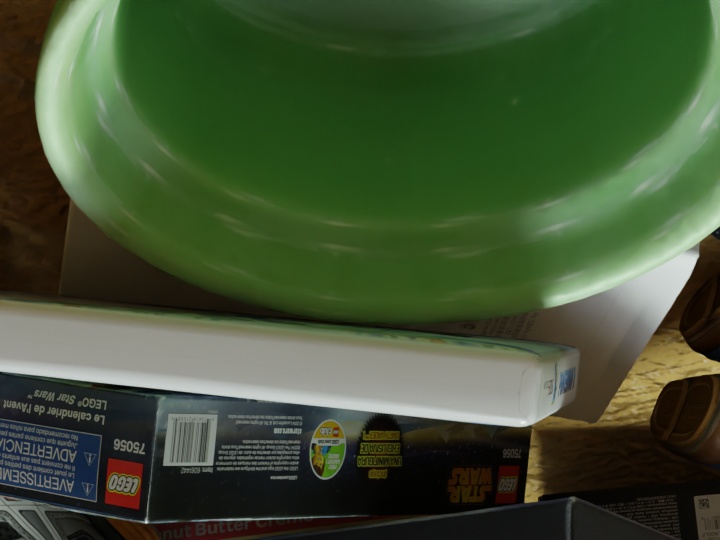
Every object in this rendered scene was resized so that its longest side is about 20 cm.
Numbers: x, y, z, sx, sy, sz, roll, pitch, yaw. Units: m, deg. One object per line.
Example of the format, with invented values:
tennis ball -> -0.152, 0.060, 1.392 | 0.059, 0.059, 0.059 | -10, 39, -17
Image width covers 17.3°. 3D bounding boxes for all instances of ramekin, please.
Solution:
ramekin -> 0.014, -0.078, 0.647 | 0.199, 0.098, 0.200 | 0, 147, 0

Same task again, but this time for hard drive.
hard drive -> 0.000, 0.000, 0.805 | 0.199, 0.025, 0.132 | 10, 151, -6

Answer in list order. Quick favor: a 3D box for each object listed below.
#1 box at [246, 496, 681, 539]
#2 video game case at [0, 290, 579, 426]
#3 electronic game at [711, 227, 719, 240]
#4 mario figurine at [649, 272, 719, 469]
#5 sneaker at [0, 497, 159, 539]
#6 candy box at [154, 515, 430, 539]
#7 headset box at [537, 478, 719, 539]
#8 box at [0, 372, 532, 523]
box -> 0.042, 0.162, 0.807 | 0.198, 0.124, 0.200 | -11, 157, 35
video game case -> -0.038, 0.023, 0.716 | 0.199, 0.022, 0.182 | 6, 180, 9
electronic game -> 0.182, -0.038, 0.740 | 0.199, 0.042, 0.200 | 11, 157, 5
mario figurine -> 0.212, 0.063, 0.845 | 0.199, 0.106, 0.124 | 25, 102, -16
sneaker -> -0.144, 0.080, 0.818 | 0.078, 0.077, 0.200 | -28, 120, 37
candy box -> -0.024, 0.123, 0.975 | 0.168, 0.077, 0.200 | -8, 145, 13
headset box -> 0.155, 0.157, 1.013 | 0.148, 0.078, 0.200 | -5, 153, 4
box -> -0.054, 0.054, 0.774 | 0.137, 0.040, 0.200 | 6, 180, 37
